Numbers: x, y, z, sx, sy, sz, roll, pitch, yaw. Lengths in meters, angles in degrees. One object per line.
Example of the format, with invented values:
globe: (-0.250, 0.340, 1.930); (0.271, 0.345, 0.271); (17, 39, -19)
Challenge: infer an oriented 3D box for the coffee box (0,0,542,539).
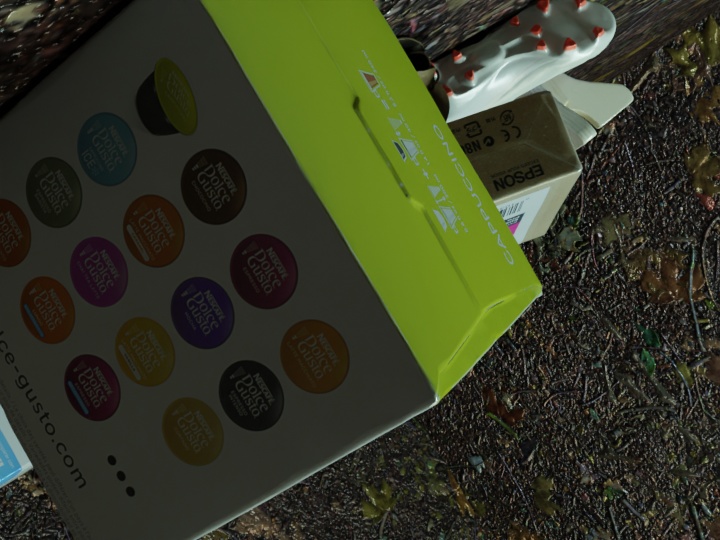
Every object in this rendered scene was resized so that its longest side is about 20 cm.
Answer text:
coffee box: (-0.056, -0.008, 0.531); (0.197, 0.201, 0.200); (-32, 178, 25)

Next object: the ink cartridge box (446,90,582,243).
ink cartridge box: (0.062, -0.053, 0.859); (0.198, 0.076, 0.165); (-20, 165, -5)

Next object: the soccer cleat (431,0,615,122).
soccer cleat: (0.140, -0.191, 0.988); (0.199, 0.070, 0.078); (-24, 159, -4)

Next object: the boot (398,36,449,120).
boot: (0.040, -0.140, 0.840); (0.075, 0.074, 0.200); (-43, 172, 24)

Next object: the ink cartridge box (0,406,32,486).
ink cartridge box: (-0.293, 0.104, 0.891); (0.128, 0.126, 0.200); (-32, 179, 39)

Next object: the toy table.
toy table: (0.202, -0.180, 1.191); (0.200, 0.117, 0.184); (-40, 180, 9)
